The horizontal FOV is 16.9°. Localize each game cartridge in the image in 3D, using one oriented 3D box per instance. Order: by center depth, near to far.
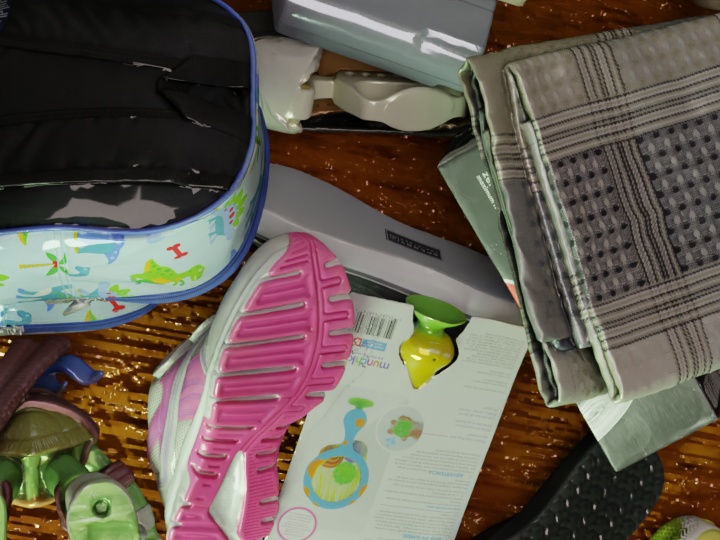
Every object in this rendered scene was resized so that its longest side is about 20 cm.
[{"bbox_3d":[0.022,-0.209,1.350,0.132,0.040,0.201,16,68,-6],"label":"game cartridge"}]

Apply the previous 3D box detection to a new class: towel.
[{"bbox_3d":[0.156,-0.037,1.290,0.199,0.034,0.194,-14,89,-32],"label":"towel"}]

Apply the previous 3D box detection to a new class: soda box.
[{"bbox_3d":[0.122,0.004,1.335,0.070,0.063,0.201,-29,99,16],"label":"soda box"}]

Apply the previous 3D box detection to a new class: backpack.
[{"bbox_3d":[-0.147,-0.061,1.277,0.198,0.147,0.184,0,59,4],"label":"backpack"}]

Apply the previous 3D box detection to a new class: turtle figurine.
[{"bbox_3d":[-0.176,0.146,1.277,0.144,0.194,0.201,36,88,-10],"label":"turtle figurine"}]

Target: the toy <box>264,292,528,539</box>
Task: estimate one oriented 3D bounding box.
[{"bbox_3d":[0.010,0.103,1.365,0.114,0.047,0.201,11,114,-23],"label":"toy"}]

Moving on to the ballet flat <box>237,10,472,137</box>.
[{"bbox_3d":[-0.016,-0.107,1.356,0.198,0.068,0.068,1,112,-9],"label":"ballet flat"}]

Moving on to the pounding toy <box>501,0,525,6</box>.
[{"bbox_3d":[0.057,-0.243,1.252,0.141,0.184,0.201,17,68,-9],"label":"pounding toy"}]

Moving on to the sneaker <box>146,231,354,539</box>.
[{"bbox_3d":[-0.072,0.058,1.313,0.081,0.088,0.201,6,121,-36],"label":"sneaker"}]

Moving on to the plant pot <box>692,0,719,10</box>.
[{"bbox_3d":[0.230,-0.251,1.357,0.186,0.187,0.201,-6,105,-9],"label":"plant pot"}]

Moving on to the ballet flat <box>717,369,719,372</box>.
[{"bbox_3d":[0.196,-0.039,1.392,0.068,0.068,0.201,10,89,-4],"label":"ballet flat"}]

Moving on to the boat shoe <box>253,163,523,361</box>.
[{"bbox_3d":[0.000,0.000,1.367,0.199,0.069,0.057,23,115,-8],"label":"boat shoe"}]

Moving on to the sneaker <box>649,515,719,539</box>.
[{"bbox_3d":[0.176,0.247,1.395,0.105,0.076,0.201,33,85,-9],"label":"sneaker"}]

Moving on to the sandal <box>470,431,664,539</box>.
[{"bbox_3d":[0.095,0.169,1.398,0.200,0.048,0.076,-40,107,-21],"label":"sandal"}]
